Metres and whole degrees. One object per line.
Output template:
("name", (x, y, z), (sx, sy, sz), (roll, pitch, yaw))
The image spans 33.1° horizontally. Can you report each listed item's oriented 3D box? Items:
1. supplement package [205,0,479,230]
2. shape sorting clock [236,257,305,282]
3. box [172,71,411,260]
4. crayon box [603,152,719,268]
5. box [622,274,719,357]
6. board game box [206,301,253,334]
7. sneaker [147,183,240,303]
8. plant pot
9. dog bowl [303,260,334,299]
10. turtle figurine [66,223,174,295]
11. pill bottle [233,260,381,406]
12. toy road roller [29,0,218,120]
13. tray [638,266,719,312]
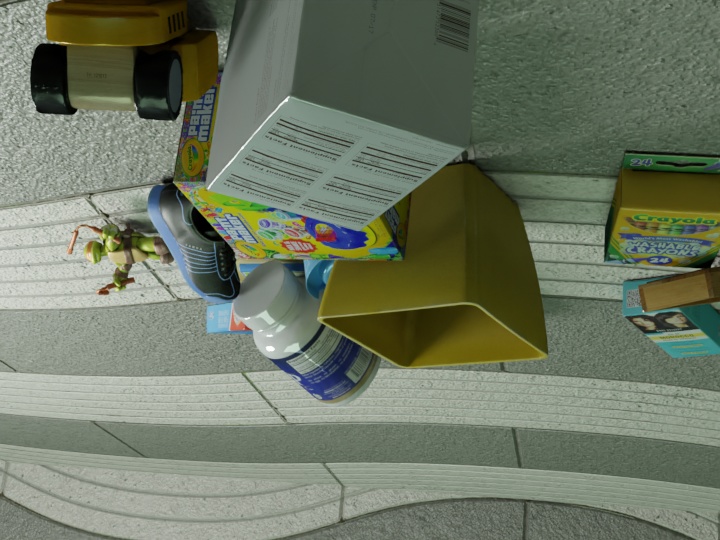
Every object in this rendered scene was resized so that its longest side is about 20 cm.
("supplement package", (-0.014, -0.163, 0.957), (0.145, 0.194, 0.200), (14, 159, -20))
("shape sorting clock", (-0.079, 0.006, 1.658), (0.196, 0.040, 0.200), (5, 158, 2))
("box", (-0.060, -0.103, 1.239), (0.189, 0.124, 0.200), (1, 159, 16))
("crayon box", (0.341, -0.061, 1.338), (0.124, 0.052, 0.200), (3, 159, 7))
("box", (0.432, 0.066, 1.658), (0.081, 0.050, 0.199), (-8, 156, 33))
("board game box", (-0.104, 0.071, 1.750), (0.197, 0.041, 0.152), (4, 174, -27))
("sneaker", (-0.185, -0.030, 1.494), (0.077, 0.071, 0.201), (0, 141, 29))
("plant pot", (0.090, -0.007, 1.374), (0.197, 0.179, 0.199), (-7, 157, 31))
("dog bowl", (0.000, 0.000, 1.553), (0.111, 0.050, 0.199), (-35, 146, 16))
("turtle figurine", (-0.297, -0.024, 1.609), (0.158, 0.065, 0.201), (-1, 151, -3))
("pill bottle", (-0.072, 0.080, 1.605), (0.118, 0.121, 0.200), (-11, 138, 39))
("toy road roller", (-0.197, -0.213, 1.028), (0.121, 0.148, 0.200), (4, -163, 5))
("tray", (0.432, 0.017, 1.454), (0.198, 0.038, 0.098), (-6, 172, -42))
